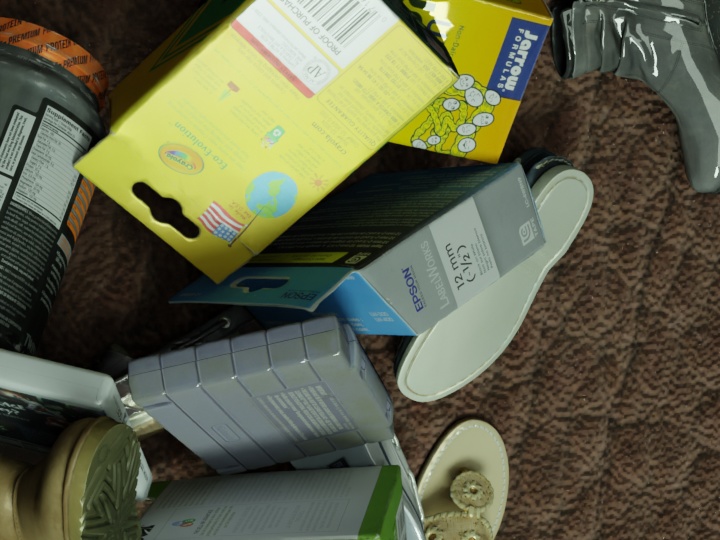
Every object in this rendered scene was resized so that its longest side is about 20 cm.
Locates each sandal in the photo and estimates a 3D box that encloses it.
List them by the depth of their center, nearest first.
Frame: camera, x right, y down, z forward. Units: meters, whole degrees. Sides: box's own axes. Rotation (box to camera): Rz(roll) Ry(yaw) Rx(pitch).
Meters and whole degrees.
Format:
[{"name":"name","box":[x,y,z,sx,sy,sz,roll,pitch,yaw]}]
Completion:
[{"name":"sandal","box":[0.067,0.217,1.143,0.078,0.070,0.212,23,92,-23]}]

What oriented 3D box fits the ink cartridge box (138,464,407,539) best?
[{"name":"ink cartridge box","box":[-0.075,0.184,1.005,0.200,0.148,0.076,-4,99,8]}]

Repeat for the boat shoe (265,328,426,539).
[{"name":"boat shoe","box":[-0.013,0.120,1.097,0.074,0.065,0.200,-21,95,12]}]

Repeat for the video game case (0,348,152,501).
[{"name":"video game case","box":[-0.229,0.078,0.917,0.200,0.182,0.023,13,66,6]}]

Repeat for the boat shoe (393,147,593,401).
[{"name":"boat shoe","box":[0.083,0.001,1.109,0.075,0.062,0.200,26,100,-39]}]

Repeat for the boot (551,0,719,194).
[{"name":"boot","box":[0.201,-0.147,1.131,0.132,0.070,0.200,-8,92,-16]}]

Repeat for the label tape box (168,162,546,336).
[{"name":"label tape box","box":[0.000,0.000,1.000,0.200,0.143,0.066,-35,112,-37]}]

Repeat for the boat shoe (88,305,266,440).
[{"name":"boat shoe","box":[-0.151,0.079,1.039,0.200,0.072,0.065,-22,83,-2]}]

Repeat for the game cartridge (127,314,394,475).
[{"name":"game cartridge","box":[-0.053,0.079,0.967,0.130,0.200,0.038,-17,68,4]}]

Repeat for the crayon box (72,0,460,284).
[{"name":"crayon box","box":[-0.058,-0.099,0.927,0.200,0.051,0.127,-40,120,14]}]

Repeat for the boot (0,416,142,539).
[{"name":"boot","box":[-0.226,0.110,0.875,0.200,0.175,0.066,20,53,8]}]

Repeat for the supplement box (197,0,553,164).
[{"name":"supplement box","box":[0.003,-0.156,0.997,0.200,0.110,0.109,10,121,-16]}]

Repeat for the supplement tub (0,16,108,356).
[{"name":"supplement tub","box":[-0.225,-0.042,0.930,0.122,0.123,0.200,26,65,-23]}]
